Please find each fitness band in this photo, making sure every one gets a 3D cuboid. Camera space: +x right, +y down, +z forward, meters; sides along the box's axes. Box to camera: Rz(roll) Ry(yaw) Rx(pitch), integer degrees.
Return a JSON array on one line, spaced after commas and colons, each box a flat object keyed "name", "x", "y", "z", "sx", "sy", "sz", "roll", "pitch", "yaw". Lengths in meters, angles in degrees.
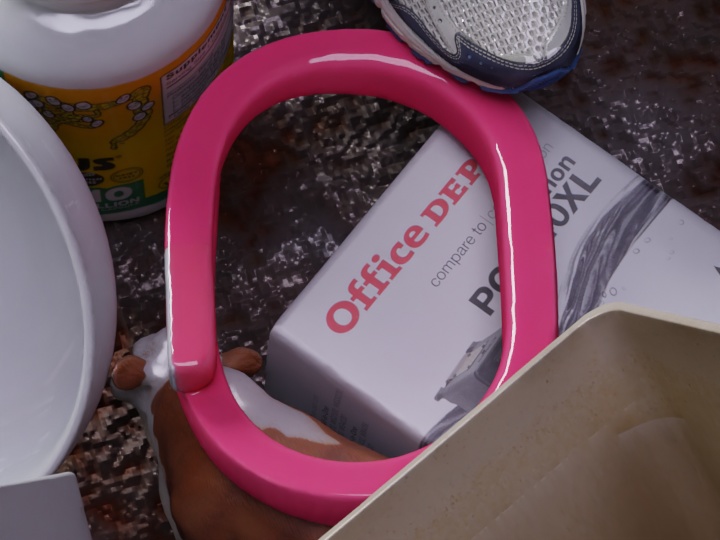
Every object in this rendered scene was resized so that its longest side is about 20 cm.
[{"name": "fitness band", "x": 0.000, "y": 0.000, "z": 1.007, "sx": 0.143, "sy": 0.037, "sz": 0.200, "roll": 1, "pitch": 59, "yaw": -3}]

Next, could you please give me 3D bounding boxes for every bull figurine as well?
[{"name": "bull figurine", "x": -0.021, "y": 0.101, "z": 1.017, "sx": 0.200, "sy": 0.122, "sz": 0.065, "roll": 23, "pitch": 25, "yaw": 22}]

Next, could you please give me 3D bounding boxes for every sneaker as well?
[{"name": "sneaker", "x": 0.023, "y": -0.158, "z": 1.019, "sx": 0.077, "sy": 0.085, "sz": 0.200, "roll": -26, "pitch": 77, "yaw": -4}]

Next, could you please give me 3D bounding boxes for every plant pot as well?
[{"name": "plant pot", "x": 0.095, "y": 0.149, "z": 0.865, "sx": 0.200, "sy": 0.200, "sz": 0.177, "roll": -38, "pitch": 109, "yaw": -15}]

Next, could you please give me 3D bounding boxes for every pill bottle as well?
[{"name": "pill bottle", "x": -0.104, "y": -0.104, "z": 1.052, "sx": 0.113, "sy": 0.200, "sz": 0.113, "roll": 1, "pitch": 69, "yaw": -2}]

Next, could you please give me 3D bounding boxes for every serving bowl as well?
[{"name": "serving bowl", "x": -0.173, "y": -0.004, "z": 1.039, "sx": 0.200, "sy": 0.200, "sz": 0.066, "roll": 33, "pitch": 31, "yaw": 10}]

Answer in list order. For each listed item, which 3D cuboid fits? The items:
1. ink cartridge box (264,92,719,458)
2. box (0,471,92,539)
[{"name": "ink cartridge box", "x": 0.081, "y": 0.041, "z": 1.065, "sx": 0.200, "sy": 0.083, "sz": 0.145, "roll": 36, "pitch": 71, "yaw": 12}, {"name": "box", "x": -0.184, "y": 0.157, "z": 0.927, "sx": 0.200, "sy": 0.097, "sz": 0.125, "roll": -18, "pitch": 85, "yaw": 17}]
